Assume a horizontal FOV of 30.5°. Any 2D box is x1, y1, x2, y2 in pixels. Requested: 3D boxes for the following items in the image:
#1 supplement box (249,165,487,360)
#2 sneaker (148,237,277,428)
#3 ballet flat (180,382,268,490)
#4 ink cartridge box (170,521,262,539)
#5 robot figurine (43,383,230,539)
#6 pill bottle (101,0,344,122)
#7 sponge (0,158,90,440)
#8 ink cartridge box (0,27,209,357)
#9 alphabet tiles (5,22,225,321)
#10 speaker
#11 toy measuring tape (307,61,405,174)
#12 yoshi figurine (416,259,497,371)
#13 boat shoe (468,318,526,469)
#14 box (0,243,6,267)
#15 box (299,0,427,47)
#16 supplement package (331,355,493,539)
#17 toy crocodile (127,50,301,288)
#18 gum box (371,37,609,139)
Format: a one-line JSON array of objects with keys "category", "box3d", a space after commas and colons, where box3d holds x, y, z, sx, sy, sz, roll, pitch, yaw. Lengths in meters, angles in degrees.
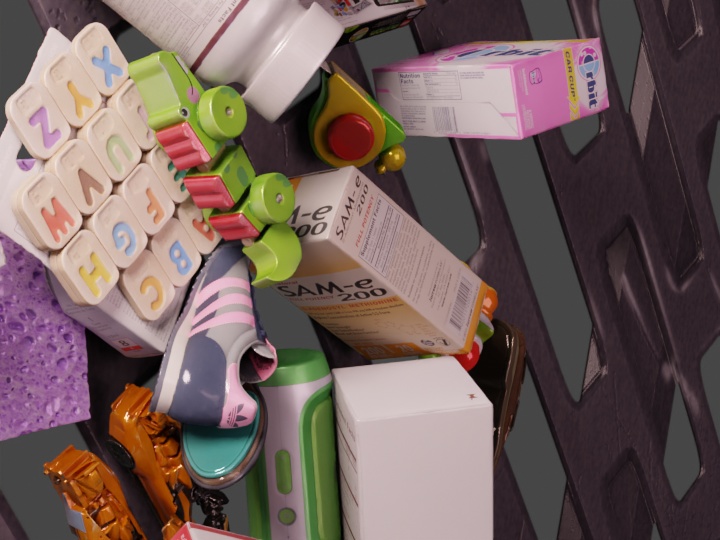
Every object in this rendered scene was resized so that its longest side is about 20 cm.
[{"category": "supplement box", "box3d": [0.000, 0.000, 1.137, 0.200, 0.125, 0.074, 39, 58, -37]}, {"category": "sneaker", "box3d": [-0.099, 0.050, 1.012, 0.201, 0.081, 0.071, -74, -176, -51]}, {"category": "ballet flat", "box3d": [-0.105, 0.111, 1.030, 0.072, 0.201, 0.074, -6, 127, -8]}, {"category": "ink cartridge box", "box3d": [-0.128, 0.297, 1.000, 0.144, 0.084, 0.200, 26, 113, -44]}, {"category": "robot figurine", "box3d": [-0.163, 0.198, 1.036, 0.145, 0.058, 0.201, -46, 128, -33]}, {"category": "pill bottle", "box3d": [-0.115, -0.207, 0.972, 0.199, 0.109, 0.110, 38, 63, -10]}, {"category": "sponge", "box3d": [-0.252, 0.021, 0.957, 0.111, 0.030, 0.202, -8, 98, -47]}, {"category": "ink cartridge box", "box3d": [-0.197, -0.052, 0.974, 0.200, 0.050, 0.163, 41, 53, -39]}, {"category": "alphabet tiles", "box3d": [-0.170, -0.071, 0.961, 0.197, 0.014, 0.200, 62, 41, -28]}, {"category": "speaker", "box3d": [-0.060, 0.173, 1.131, 0.088, 0.088, 0.202, -12, 102, -45]}, {"category": "toy measuring tape", "box3d": [-0.039, -0.148, 1.152, 0.200, 0.073, 0.074, 40, 64, -22]}, {"category": "yoshi figurine", "box3d": [0.062, 0.097, 1.265, 0.112, 0.111, 0.201, 91, 14, -58]}, {"category": "boat shoe", "box3d": [0.128, 0.152, 1.332, 0.068, 0.071, 0.202, 29, 80, -58]}, {"category": "box", "box3d": [-0.338, 0.000, 0.806, 0.200, 0.112, 0.102, -40, 119, -37]}, {"category": "box", "box3d": [-0.042, -0.242, 1.116, 0.199, 0.035, 0.111, -25, 81, -42]}, {"category": "supplement package", "box3d": [0.043, 0.190, 1.128, 0.116, 0.117, 0.202, -5, 107, -11]}, {"category": "toy crocodile", "box3d": [-0.107, -0.074, 0.979, 0.201, 0.067, 0.062, 60, 43, -29]}, {"category": "gum box", "box3d": [0.112, -0.167, 1.205, 0.113, 0.199, 0.067, -22, 109, -35]}]
